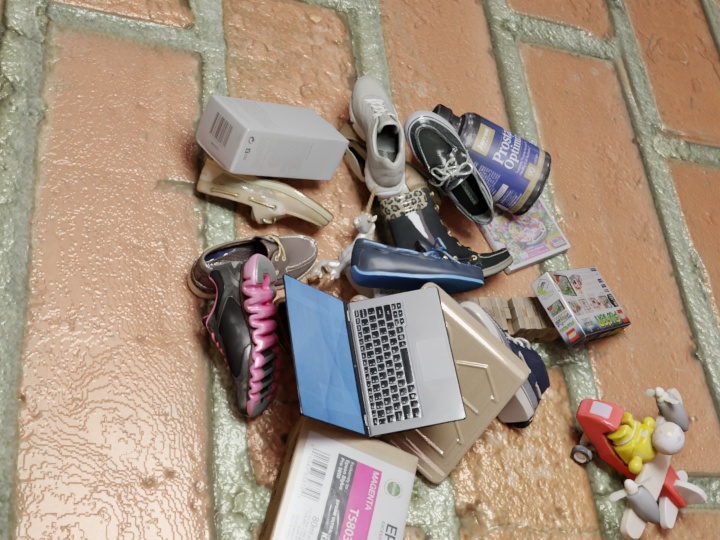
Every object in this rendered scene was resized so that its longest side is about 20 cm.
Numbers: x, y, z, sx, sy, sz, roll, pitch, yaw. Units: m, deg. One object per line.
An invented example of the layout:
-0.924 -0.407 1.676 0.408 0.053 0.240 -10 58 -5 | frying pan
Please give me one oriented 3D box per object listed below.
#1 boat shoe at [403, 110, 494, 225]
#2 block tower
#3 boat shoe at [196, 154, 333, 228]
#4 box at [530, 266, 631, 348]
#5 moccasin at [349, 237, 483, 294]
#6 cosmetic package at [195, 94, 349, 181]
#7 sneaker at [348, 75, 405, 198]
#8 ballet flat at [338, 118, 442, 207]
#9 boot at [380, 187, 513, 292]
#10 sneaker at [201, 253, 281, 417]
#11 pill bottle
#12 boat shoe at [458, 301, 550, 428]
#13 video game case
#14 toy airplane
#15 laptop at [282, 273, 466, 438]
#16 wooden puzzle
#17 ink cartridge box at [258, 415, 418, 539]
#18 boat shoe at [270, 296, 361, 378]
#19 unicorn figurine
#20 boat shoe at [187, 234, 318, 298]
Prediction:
0.134 -0.146 1.438 0.201 0.073 0.068 55 11 -26 | boat shoe
0.209 0.075 1.442 0.196 0.058 0.055 2 60 -27 | block tower
-0.134 -0.099 1.378 0.197 0.072 0.066 24 92 -12 | boat shoe
0.338 0.052 1.482 0.198 0.035 0.111 -3 60 -56 | box
0.082 -0.012 1.337 0.196 0.080 0.070 8 65 -25 | moccasin
-0.123 -0.184 1.374 0.198 0.075 0.102 1 35 -47 | cosmetic package
0.033 -0.215 1.436 0.074 0.092 0.204 -7 64 -14 | sneaker
0.034 -0.150 1.488 0.200 0.068 0.072 45 60 8 | ballet flat
0.128 -0.051 1.442 0.200 0.073 0.157 -16 87 -29 | boot
-0.155 0.083 1.234 0.093 0.079 0.205 -2 88 17 | sneaker
0.190 -0.177 1.527 0.197 0.112 0.113 26 53 -9 | pill bottle
0.200 0.116 1.379 0.093 0.074 0.203 -43 113 -43 | boat shoe
0.241 -0.100 1.587 0.141 0.018 0.202 -18 70 -33 | video game case
0.412 0.264 1.371 0.195 0.141 0.203 -1 61 -27 | toy airplane
0.018 0.095 1.204 0.196 0.117 0.190 -10 61 -1 | laptop
0.098 0.150 1.309 0.185 0.046 0.201 40 87 5 | wooden puzzle
-0.029 0.296 1.177 0.162 0.075 0.203 23 52 -11 | ink cartridge box
-0.053 0.117 1.265 0.072 0.068 0.201 -38 78 -9 | boat shoe
0.000 0.000 1.382 0.136 0.073 0.203 -24 88 -44 | unicorn figurine
-0.137 -0.015 1.322 0.197 0.060 0.073 -13 67 -31 | boat shoe
